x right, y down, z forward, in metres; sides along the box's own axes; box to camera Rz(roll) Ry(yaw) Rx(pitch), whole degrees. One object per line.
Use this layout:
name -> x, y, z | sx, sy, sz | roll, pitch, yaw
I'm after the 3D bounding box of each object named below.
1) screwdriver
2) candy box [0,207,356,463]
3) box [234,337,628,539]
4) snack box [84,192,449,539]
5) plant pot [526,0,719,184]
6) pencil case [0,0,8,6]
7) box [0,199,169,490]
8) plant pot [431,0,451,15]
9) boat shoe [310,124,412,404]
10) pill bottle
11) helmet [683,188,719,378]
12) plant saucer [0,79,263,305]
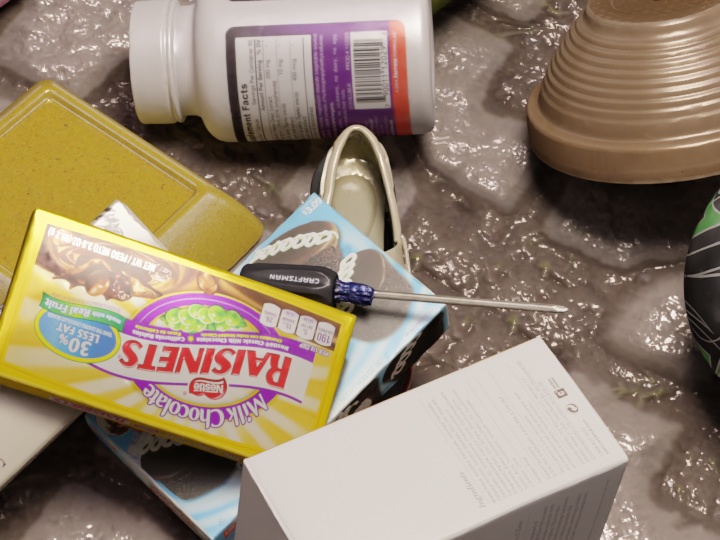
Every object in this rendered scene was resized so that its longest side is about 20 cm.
screwdriver -> 0.023, 0.017, 1.293 | 0.198, 0.028, 0.029 | 8, 38, 15
candy box -> -0.108, 0.044, 1.260 | 0.199, 0.026, 0.103 | 19, 76, -11
box -> 0.036, 0.142, 1.253 | 0.199, 0.125, 0.098 | -21, 57, -23
snack box -> -0.055, 0.061, 1.322 | 0.116, 0.037, 0.200 | 40, 76, 22
plant pot -> 0.205, -0.141, 1.465 | 0.199, 0.093, 0.201 | -10, 26, 5
pencil case -> -0.298, -0.175, 1.483 | 0.087, 0.088, 0.200 | 26, 54, 12
box -> -0.191, 0.056, 1.284 | 0.082, 0.068, 0.200 | 45, 70, -3
plant pot -> 0.051, -0.275, 1.558 | 0.199, 0.201, 0.190 | 34, 66, 18
boat shoe -> 0.000, 0.000, 1.399 | 0.071, 0.063, 0.201 | 3, 53, -8
pill bottle -> -0.051, -0.143, 1.464 | 0.198, 0.112, 0.112 | -2, 51, 4
helmet -> 0.293, 0.005, 1.346 | 0.199, 0.201, 0.191 | 34, 51, 18
plant saucer -> -0.194, -0.033, 1.406 | 0.199, 0.049, 0.200 | 32, 55, 17
